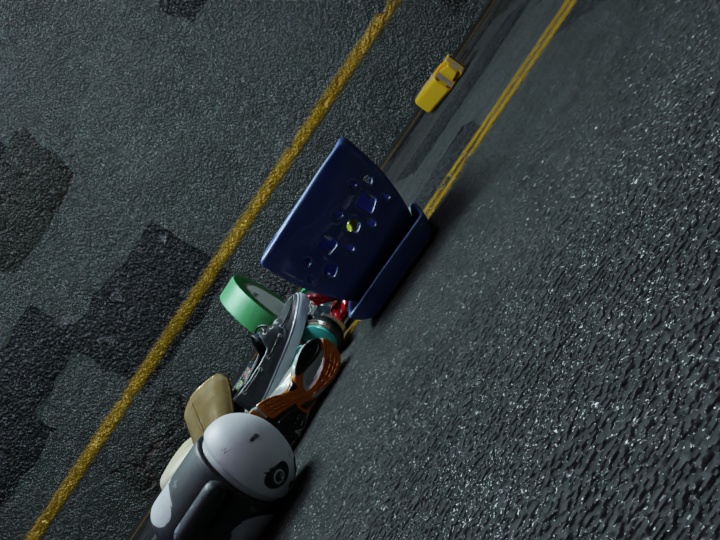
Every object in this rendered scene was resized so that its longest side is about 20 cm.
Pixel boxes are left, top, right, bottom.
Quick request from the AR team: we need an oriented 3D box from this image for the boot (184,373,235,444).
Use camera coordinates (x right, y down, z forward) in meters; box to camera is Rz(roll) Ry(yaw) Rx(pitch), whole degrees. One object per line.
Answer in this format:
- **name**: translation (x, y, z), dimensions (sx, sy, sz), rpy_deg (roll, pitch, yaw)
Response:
- **boot**: translation (-0.245, 0.272, 1.300), dimensions (0.175, 0.066, 0.200), rpy_deg (-42, 29, 0)

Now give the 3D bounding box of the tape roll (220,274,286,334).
- **tape roll**: translation (-0.166, 0.086, 1.572), dimensions (0.048, 0.199, 0.200), rpy_deg (-54, 6, 6)

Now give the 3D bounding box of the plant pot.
- **plant pot**: translation (-0.012, -0.055, 1.206), dimensions (0.201, 0.179, 0.200), rpy_deg (-54, 5, 7)

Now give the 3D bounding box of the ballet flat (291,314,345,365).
- **ballet flat**: translation (-0.066, 0.107, 1.328), dimensions (0.069, 0.068, 0.200), rpy_deg (-49, 2, -34)

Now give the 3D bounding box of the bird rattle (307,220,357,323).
- **bird rattle**: translation (0.000, 0.000, 1.400), dimensions (0.163, 0.111, 0.203), rpy_deg (-34, -33, -75)

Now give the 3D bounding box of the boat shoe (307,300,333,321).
- **boat shoe**: translation (-0.074, 0.092, 1.470), dimensions (0.201, 0.061, 0.075), rpy_deg (-57, 4, -15)

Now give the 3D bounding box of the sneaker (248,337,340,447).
- **sneaker**: translation (-0.099, 0.189, 1.172), dimensions (0.201, 0.075, 0.092), rpy_deg (-50, -3, -19)

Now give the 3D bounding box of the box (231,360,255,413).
- **box**: translation (-0.189, 0.260, 1.339), dimensions (0.201, 0.049, 0.161), rpy_deg (-56, 29, -1)

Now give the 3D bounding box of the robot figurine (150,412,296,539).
- **robot figurine**: translation (-0.156, 0.260, 0.963), dimensions (0.201, 0.124, 0.150), rpy_deg (-55, 30, 7)

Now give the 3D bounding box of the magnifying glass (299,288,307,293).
- **magnifying glass**: translation (-0.044, 0.033, 1.553), dimensions (0.199, 0.080, 0.022), rpy_deg (-38, 11, 39)

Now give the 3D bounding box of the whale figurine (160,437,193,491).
- **whale figurine**: translation (-0.278, 0.352, 1.564), dimensions (0.200, 0.104, 0.159), rpy_deg (-44, 10, 18)

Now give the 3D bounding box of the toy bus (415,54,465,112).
- **toy bus**: translation (0.222, -0.523, 2.379), dimensions (0.079, 0.065, 0.200), rpy_deg (-58, 6, -19)

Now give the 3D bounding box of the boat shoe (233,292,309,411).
- **boat shoe**: translation (-0.137, 0.117, 1.277), dimensions (0.070, 0.066, 0.203), rpy_deg (-24, 43, 66)
